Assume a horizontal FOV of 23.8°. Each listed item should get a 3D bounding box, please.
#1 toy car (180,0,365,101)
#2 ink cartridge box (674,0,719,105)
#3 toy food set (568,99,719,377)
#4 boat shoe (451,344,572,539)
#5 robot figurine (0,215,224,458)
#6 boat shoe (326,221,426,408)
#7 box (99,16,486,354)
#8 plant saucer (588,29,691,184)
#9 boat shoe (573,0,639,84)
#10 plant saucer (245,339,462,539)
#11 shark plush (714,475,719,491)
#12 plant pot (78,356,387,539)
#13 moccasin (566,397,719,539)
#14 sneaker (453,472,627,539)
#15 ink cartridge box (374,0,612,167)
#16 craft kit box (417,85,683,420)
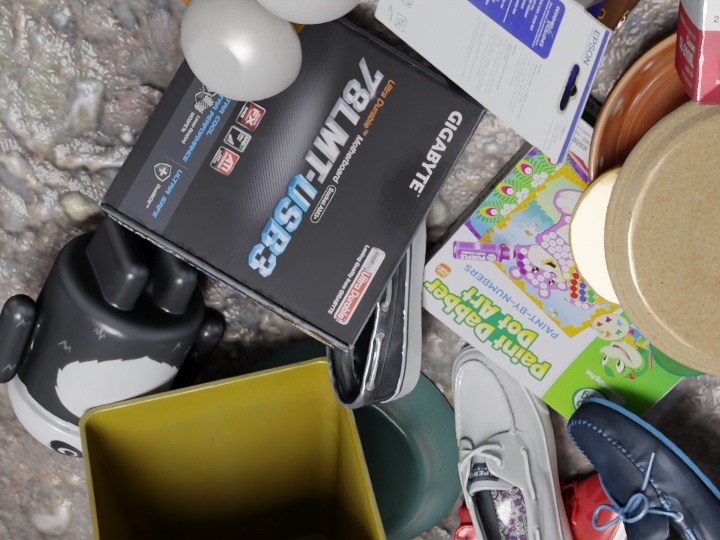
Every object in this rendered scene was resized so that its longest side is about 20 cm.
[{"bbox_3d":[-0.051,-0.220,1.064,0.150,0.175,0.200,42,141,-4],"label":"toy car"},{"bbox_3d":[0.272,-0.207,1.032,0.145,0.083,0.201,0,114,3],"label":"ink cartridge box"},{"bbox_3d":[0.252,-0.021,1.111,0.198,0.049,0.200,44,100,-8],"label":"toy food set"},{"bbox_3d":[0.104,0.154,1.276,0.072,0.068,0.201,-10,90,31],"label":"boat shoe"},{"bbox_3d":[-0.193,0.053,1.309,0.150,0.125,0.200,30,122,-2],"label":"robot figurine"},{"bbox_3d":[0.000,0.000,1.229,0.071,0.068,0.201,11,107,42],"label":"boat shoe"},{"bbox_3d":[-0.045,-0.076,1.177,0.198,0.050,0.201,31,84,0],"label":"box"},{"bbox_3d":[0.251,-0.070,1.140,0.199,0.032,0.202,1,104,2],"label":"plant saucer"},{"bbox_3d":[0.146,-0.178,1.117,0.072,0.068,0.201,28,122,-1],"label":"boat shoe"},{"bbox_3d":[-0.016,0.149,1.365,0.199,0.036,0.201,7,120,12],"label":"plant saucer"},{"bbox_3d":[0.319,0.168,1.205,0.083,0.200,0.091,-44,116,-13],"label":"shark plush"},{"bbox_3d":[-0.084,0.213,1.271,0.199,0.201,0.177,-13,138,-4],"label":"plant pot"},{"bbox_3d":[0.218,0.176,1.215,0.200,0.068,0.081,44,160,11],"label":"moccasin"},{"bbox_3d":[0.138,0.200,1.326,0.115,0.078,0.201,27,121,-1],"label":"sneaker"},{"bbox_3d":[0.091,-0.159,1.096,0.200,0.039,0.100,46,131,36],"label":"ink cartridge box"},{"bbox_3d":[0.165,0.002,1.229,0.200,0.049,0.198,37,124,-6],"label":"craft kit box"}]
